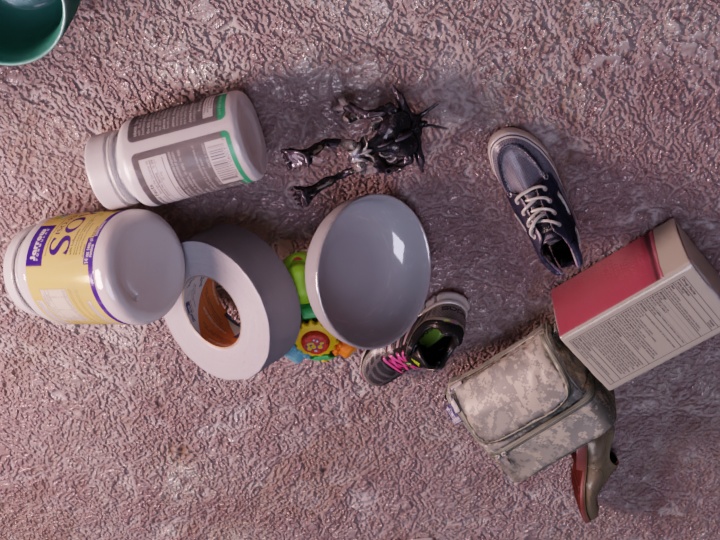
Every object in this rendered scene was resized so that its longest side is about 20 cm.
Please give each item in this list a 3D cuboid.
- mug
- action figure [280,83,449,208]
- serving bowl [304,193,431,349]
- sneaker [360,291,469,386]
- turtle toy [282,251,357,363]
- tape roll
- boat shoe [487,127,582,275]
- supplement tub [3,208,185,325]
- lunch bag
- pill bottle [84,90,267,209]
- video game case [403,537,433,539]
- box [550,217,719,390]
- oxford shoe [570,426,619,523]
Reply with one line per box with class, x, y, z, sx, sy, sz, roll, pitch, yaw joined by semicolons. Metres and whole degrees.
mug;-0.396;-0.326;1.143;0.185;0.114;0.152;36;121;-22
action figure;0.001;-0.156;1.274;0.200;0.102;0.119;-25;118;-12
serving bowl;0.000;0.000;1.357;0.066;0.200;0.200;5;139;47
sneaker;0.073;0.112;1.478;0.200;0.087;0.074;-37;118;26
turtle toy;-0.064;0.052;1.427;0.146;0.101;0.200;-8;126;8
tape roll;-0.176;0.043;1.383;0.200;0.066;0.200;18;121;31
boat shoe;0.227;-0.084;1.322;0.075;0.093;0.200;-28;122;21
supplement tub;-0.341;-0.003;1.337;0.200;0.145;0.145;-2;131;33
lunch bag;0.241;0.181;1.503;0.200;0.139;0.168;-35;103;24
pill bottle;-0.224;-0.143;1.278;0.200;0.113;0.113;-12;126;11
video game case;0.070;0.547;1.850;0.143;0.018;0.200;-7;127;6
box;0.376;0.047;1.407;0.200;0.109;0.128;-33;119;23
oxford shoe;0.370;0.320;1.640;0.075;0.070;0.200;-9;128;2
